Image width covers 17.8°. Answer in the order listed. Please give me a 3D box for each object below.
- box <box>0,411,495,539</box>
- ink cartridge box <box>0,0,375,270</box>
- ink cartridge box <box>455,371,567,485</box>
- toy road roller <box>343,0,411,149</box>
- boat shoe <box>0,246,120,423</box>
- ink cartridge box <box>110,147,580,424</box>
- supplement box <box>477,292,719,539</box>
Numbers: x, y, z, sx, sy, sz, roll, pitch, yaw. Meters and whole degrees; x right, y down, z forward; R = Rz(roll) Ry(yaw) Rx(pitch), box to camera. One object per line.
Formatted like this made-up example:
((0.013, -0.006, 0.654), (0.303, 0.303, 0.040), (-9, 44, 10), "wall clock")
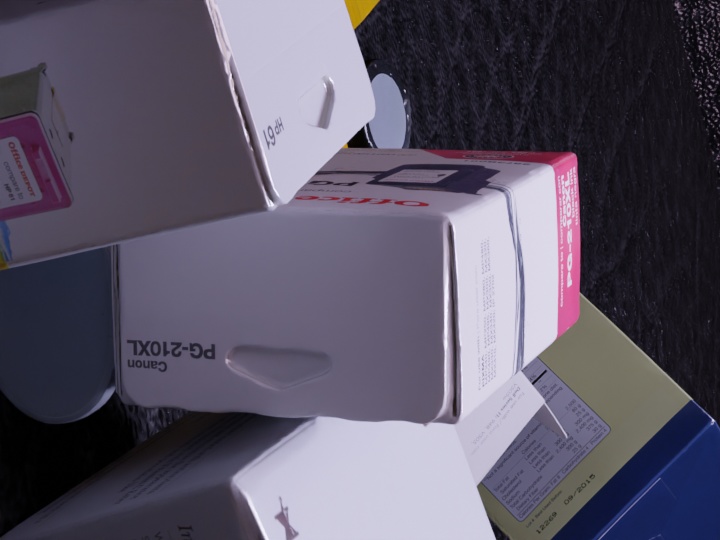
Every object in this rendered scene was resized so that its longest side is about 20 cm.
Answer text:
((-0.029, 0.161, 0.977), (0.199, 0.130, 0.201), (-32, 102, -63), "box")
((-0.110, -0.058, 0.804), (0.145, 0.199, 0.085), (-54, 131, -68), "ink cartridge box")
((0.022, 0.044, 1.262), (0.067, 0.117, 0.200), (-50, 136, -9), "ink cartridge box")
((-0.067, -0.103, 1.121), (0.146, 0.122, 0.201), (-50, 129, -54), "toy road roller")
((-0.127, -0.041, 0.960), (0.091, 0.070, 0.201), (-21, 99, -74), "boat shoe")
((0.000, 0.000, 0.966), (0.200, 0.144, 0.085), (-28, 118, -69), "ink cartridge box")
((0.128, 0.108, 1.435), (0.200, 0.134, 0.200), (45, -2, 31), "supplement box")
